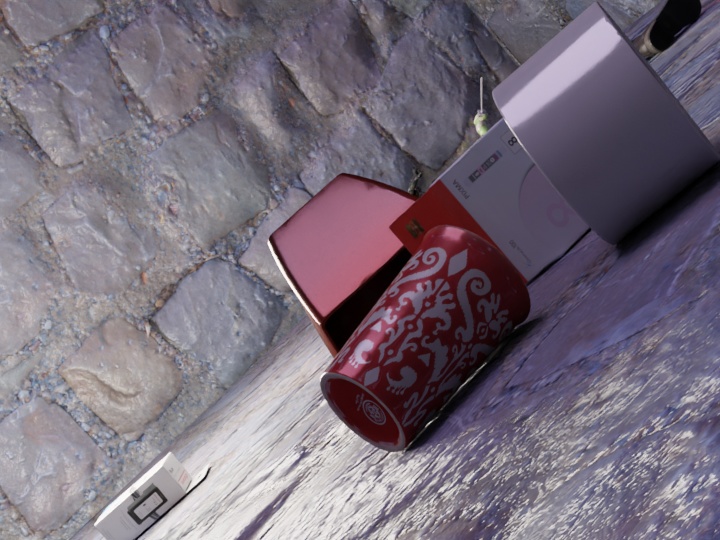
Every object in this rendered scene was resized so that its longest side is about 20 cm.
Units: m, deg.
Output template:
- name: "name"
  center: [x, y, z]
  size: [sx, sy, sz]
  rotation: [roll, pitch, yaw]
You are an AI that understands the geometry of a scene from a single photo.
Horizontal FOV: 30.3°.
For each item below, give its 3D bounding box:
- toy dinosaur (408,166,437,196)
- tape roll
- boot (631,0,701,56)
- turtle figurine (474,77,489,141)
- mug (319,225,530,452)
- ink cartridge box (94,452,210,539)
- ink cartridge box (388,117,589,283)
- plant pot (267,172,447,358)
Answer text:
- name: "toy dinosaur"
  center: [0.166, -0.199, 3.680]
  size: [0.137, 0.101, 0.200]
  rotation: [-63, 15, 10]
- name: "tape roll"
  center: [0.245, -0.146, 1.331]
  size: [0.139, 0.203, 0.203]
  rotation: [-39, 4, 15]
- name: "boot"
  center: [0.570, -0.465, 2.633]
  size: [0.200, 0.069, 0.174]
  rotation: [-46, 6, -26]
- name: "turtle figurine"
  center: [0.300, -0.273, 2.673]
  size: [0.142, 0.203, 0.194]
  rotation: [-7, -6, -9]
- name: "mug"
  center: [0.068, 0.087, 1.330]
  size: [0.132, 0.179, 0.200]
  rotation: [16, 52, 40]
- name: "ink cartridge box"
  center: [-0.360, 0.389, 2.316]
  size: [0.200, 0.068, 0.116]
  rotation: [-41, 4, 2]
- name: "ink cartridge box"
  center: [0.158, -0.061, 1.527]
  size: [0.200, 0.163, 0.057]
  rotation: [-42, 0, -20]
- name: "plant pot"
  center: [0.000, 0.000, 1.651]
  size: [0.199, 0.176, 0.201]
  rotation: [-42, -35, -10]
